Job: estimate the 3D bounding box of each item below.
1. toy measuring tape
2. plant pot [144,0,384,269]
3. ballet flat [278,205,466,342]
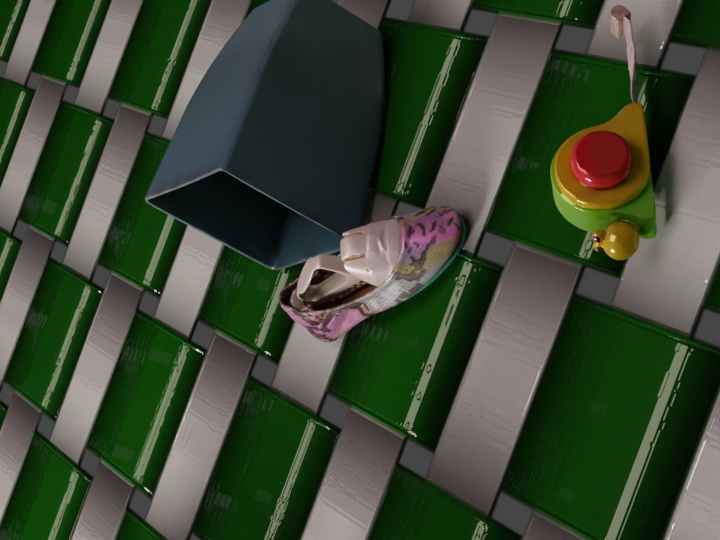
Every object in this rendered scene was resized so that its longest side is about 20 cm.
[{"bbox_3d":[0.161,-0.094,1.481,0.073,0.073,0.202,-38,44,44],"label":"toy measuring tape"},{"bbox_3d":[-0.067,-0.130,1.845,0.141,0.141,0.202,-16,52,56],"label":"plant pot"},{"bbox_3d":[0.000,0.000,1.710,0.200,0.071,0.070,-33,44,48],"label":"ballet flat"}]
